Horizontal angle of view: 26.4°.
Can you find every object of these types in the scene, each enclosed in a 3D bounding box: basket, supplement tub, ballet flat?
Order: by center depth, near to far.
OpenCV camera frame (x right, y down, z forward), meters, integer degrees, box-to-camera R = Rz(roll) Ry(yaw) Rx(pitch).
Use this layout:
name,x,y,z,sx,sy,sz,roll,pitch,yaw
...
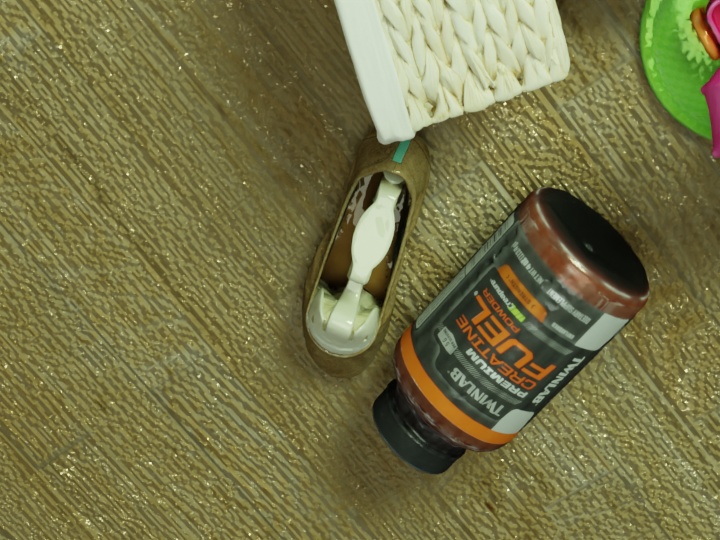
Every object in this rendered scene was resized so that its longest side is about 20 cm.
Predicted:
name,x,y,z,sx,sy,sz,roll,pitch,yaw
basket,0.043,-0.198,0.907,0.122,0.136,0.202,-13,113,10
supplement tub,0.094,0.048,1.032,0.107,0.107,0.200,36,115,-10
ballet flat,0.000,0.000,1.041,0.067,0.073,0.202,20,117,-2

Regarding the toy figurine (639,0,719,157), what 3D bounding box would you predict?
name,x,y,z,sx,sy,sz,roll,pitch,yaw
toy figurine,0.253,-0.089,0.899,0.149,0.185,0.201,-27,110,19
